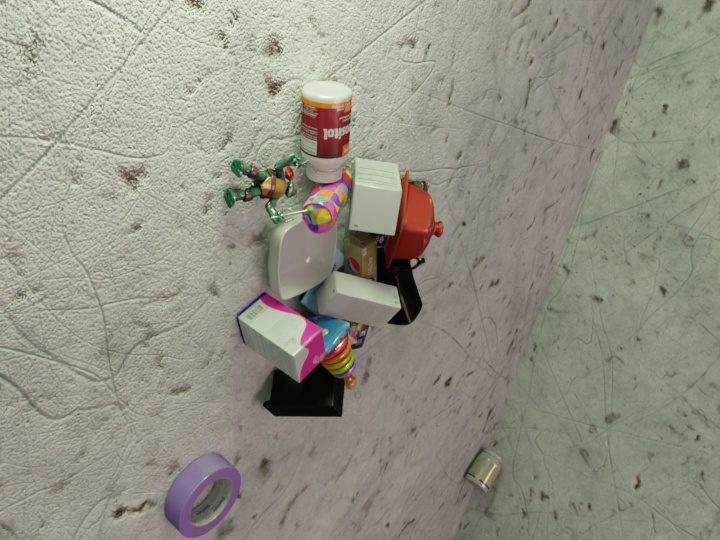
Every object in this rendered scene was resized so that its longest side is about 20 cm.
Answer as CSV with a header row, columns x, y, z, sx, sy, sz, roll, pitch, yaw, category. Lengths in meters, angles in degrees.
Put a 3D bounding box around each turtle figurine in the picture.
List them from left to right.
x,y,z,sx,sy,sz,roll,pitch,yaw,category
-0.189,-0.177,1.379,0.197,0.100,0.153,1,98,-40,turtle figurine

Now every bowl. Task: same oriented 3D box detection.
x,y,z,sx,sy,sz,roll,pitch,yaw,category
-0.148,-0.051,1.554,0.198,0.074,0.204,-28,135,-44,bowl

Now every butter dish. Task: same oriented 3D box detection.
x,y,z,sx,sy,sz,roll,pitch,yaw,category
0.147,-0.120,1.694,0.201,0.145,0.203,109,-9,-55,butter dish

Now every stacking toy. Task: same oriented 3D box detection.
x,y,z,sx,sy,sz,roll,pitch,yaw,category
-0.053,0.231,1.639,0.116,0.108,0.202,-47,126,-33,stacking toy

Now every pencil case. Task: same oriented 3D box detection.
x,y,z,sx,sy,sz,roll,pitch,yaw,category
-0.076,-0.165,1.487,0.201,0.086,0.090,-68,166,-56,pencil case

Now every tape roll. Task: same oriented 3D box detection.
x,y,z,sx,sy,sz,roll,pitch,yaw,category
-0.400,0.575,1.649,0.199,0.065,0.203,-35,138,-37,tape roll

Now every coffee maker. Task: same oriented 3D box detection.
x,y,z,sx,sy,sz,roll,pitch,yaw,category
0.107,0.052,1.844,0.134,0.191,0.203,-35,125,-23,coffee maker

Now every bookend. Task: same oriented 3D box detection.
x,y,z,sx,sy,sz,roll,pitch,yaw,category
-0.144,0.285,1.742,0.093,0.196,0.202,63,27,-57,bookend

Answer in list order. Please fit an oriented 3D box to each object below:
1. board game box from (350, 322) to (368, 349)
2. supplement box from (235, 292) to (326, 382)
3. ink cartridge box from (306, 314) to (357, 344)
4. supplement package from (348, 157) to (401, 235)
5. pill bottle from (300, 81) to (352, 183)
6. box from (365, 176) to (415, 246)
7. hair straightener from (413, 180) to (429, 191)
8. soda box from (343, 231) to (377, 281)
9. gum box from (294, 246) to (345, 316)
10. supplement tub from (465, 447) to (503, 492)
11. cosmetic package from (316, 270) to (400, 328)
x,y,z,sx,sy,sz,roll,pitch,yaw,category
-0.014,0.142,1.931,0.134,0.034,0.204,-5,116,-55,board game box
-0.187,0.156,1.527,0.101,0.198,0.105,-40,142,-31,supplement box
-0.098,0.165,1.756,0.117,0.043,0.200,-18,151,14,ink cartridge box
0.034,-0.186,1.592,0.201,0.115,0.119,-89,-172,-62,supplement package
-0.078,-0.306,1.434,0.112,0.112,0.203,-30,136,-41,pill bottle
0.081,-0.168,1.834,0.192,0.047,0.204,0,113,-55,box
0.137,-0.163,1.854,0.076,0.041,0.203,-6,122,-57,hair straightener
0.000,0.000,1.733,0.064,0.067,0.203,-34,137,-39,soda box
-0.087,0.043,1.742,0.172,0.044,0.200,-58,148,-10,gum box
0.688,1.107,3.576,0.201,0.144,0.146,-51,147,-18,supplement tub
-0.005,0.077,1.666,0.197,0.072,0.102,15,136,-30,cosmetic package
